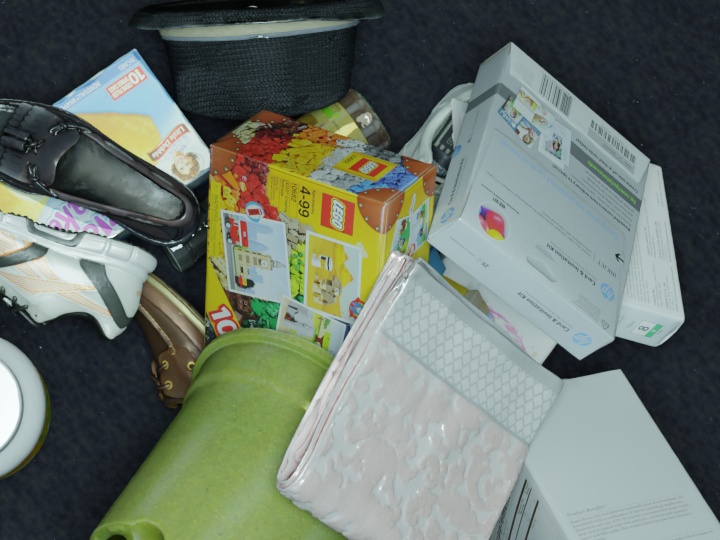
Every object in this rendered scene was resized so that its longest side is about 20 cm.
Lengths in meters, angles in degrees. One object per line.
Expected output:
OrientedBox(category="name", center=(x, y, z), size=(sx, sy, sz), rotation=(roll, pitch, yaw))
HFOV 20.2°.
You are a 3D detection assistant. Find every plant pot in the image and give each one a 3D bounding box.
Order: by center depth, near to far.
OrientedBox(category="plant pot", center=(-0.090, 0.173, 1.445), size=(0.200, 0.200, 0.184), rotation=(45, 50, -1))

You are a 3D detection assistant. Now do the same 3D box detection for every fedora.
OrientedBox(category="fedora", center=(-0.079, -0.166, 1.576), size=(0.200, 0.201, 0.092), rotation=(-5, 101, -8))

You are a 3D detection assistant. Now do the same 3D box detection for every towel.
OrientedBox(category="towel", center=(0.047, 0.114, 1.425), size=(0.200, 0.032, 0.191), rotation=(39, 72, -38))

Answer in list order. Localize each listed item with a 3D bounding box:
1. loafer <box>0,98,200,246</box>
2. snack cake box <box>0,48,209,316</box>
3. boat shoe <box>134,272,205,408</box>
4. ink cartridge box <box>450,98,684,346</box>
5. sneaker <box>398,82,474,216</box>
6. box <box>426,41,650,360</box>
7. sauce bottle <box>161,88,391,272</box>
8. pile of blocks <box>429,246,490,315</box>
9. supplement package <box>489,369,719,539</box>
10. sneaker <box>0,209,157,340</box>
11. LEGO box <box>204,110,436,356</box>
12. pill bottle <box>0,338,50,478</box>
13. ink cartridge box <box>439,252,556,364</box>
OrientedBox(category="loafer", center=(-0.212, -0.081, 1.530), size=(0.200, 0.063, 0.072), rotation=(25, 82, -5))
OrientedBox(category="snack cake box", center=(-0.225, -0.068, 1.593), size=(0.200, 0.067, 0.115), rotation=(-36, 89, -9))
OrientedBox(category="boat shoe", center=(-0.133, 0.079, 1.587), size=(0.068, 0.072, 0.200), rotation=(-42, 93, -10))
OrientedBox(category="ink cartridge box", center=(0.153, -0.037, 1.585), size=(0.200, 0.050, 0.161), rotation=(14, 50, -20))
OrientedBox(category="sneaker", center=(0.049, -0.070, 1.625), size=(0.073, 0.071, 0.200), rotation=(30, 82, -3))
OrientedBox(category="box", center=(0.138, -0.054, 1.507), size=(0.156, 0.041, 0.200), rotation=(37, 43, -20))
OrientedBox(category="sauce bottle", center=(-0.072, -0.070, 1.613), size=(0.200, 0.065, 0.065), rotation=(-35, 89, -11))
OrientedBox(category="pile of blocks", center=(0.000, 0.000, 1.541), size=(0.200, 0.082, 0.062), rotation=(25, 49, 10))
OrientedBox(category="supplement package", center=(0.178, 0.192, 1.534), size=(0.121, 0.120, 0.200), rotation=(-10, 46, -20))
OrientedBox(category="sneaker", center=(-0.257, -0.002, 1.513), size=(0.200, 0.074, 0.080), rotation=(15, 86, -6))
OrientedBox(category="LEGO box", center=(-0.032, 0.002, 1.478), size=(0.149, 0.077, 0.200), rotation=(19, 125, 24))
OrientedBox(category="pill bottle", center=(-0.288, 0.103, 1.500), size=(0.111, 0.200, 0.111), rotation=(1, 85, -7))
OrientedBox(category="ink cartridge box", center=(0.086, 0.055, 1.619), size=(0.117, 0.067, 0.200), rotation=(37, 81, -3))
